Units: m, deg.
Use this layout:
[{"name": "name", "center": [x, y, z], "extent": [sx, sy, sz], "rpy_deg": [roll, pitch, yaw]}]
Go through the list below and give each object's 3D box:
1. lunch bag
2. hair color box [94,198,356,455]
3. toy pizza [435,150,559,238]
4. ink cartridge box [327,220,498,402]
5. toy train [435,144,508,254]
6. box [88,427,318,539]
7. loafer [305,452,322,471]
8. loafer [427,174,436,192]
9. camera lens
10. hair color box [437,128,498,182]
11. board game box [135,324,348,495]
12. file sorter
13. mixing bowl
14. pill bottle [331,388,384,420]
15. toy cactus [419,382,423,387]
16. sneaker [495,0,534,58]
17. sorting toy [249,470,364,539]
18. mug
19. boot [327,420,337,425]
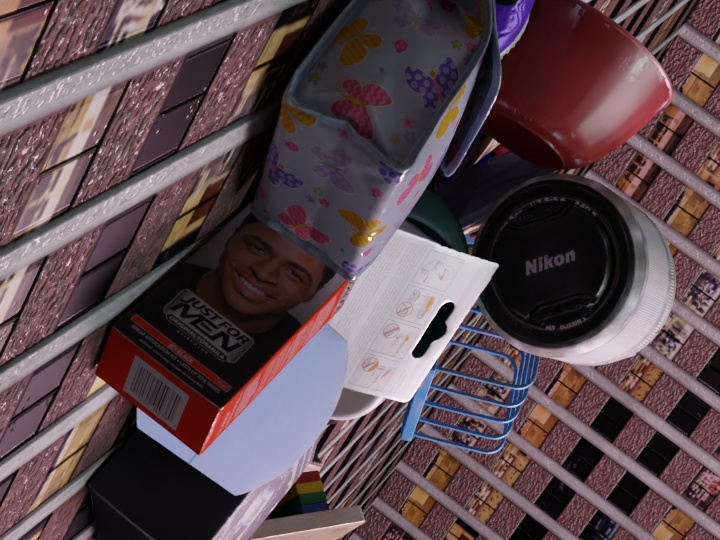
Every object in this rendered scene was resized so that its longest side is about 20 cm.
[{"name": "lunch bag", "center": [0.025, -0.121, 1.246], "extent": [0.201, 0.126, 0.170], "rpy_deg": [-56, 176, -31]}, {"name": "hair color box", "center": [-0.093, 0.033, 1.272], "extent": [0.200, 0.101, 0.061], "rpy_deg": [-46, 169, -45]}, {"name": "toy pizza", "center": [0.117, -0.066, 1.675], "extent": [0.199, 0.032, 0.200], "rpy_deg": [-28, -168, 7]}, {"name": "ink cartridge box", "center": [-0.005, 0.018, 1.461], "extent": [0.199, 0.050, 0.163], "rpy_deg": [16, 117, -35]}, {"name": "toy train", "center": [0.127, -0.079, 1.879], "extent": [0.200, 0.084, 0.117], "rpy_deg": [-66, 146, -69]}, {"name": "box", "center": [-0.135, 0.178, 1.542], "extent": [0.200, 0.117, 0.197], "rpy_deg": [-49, 170, -21]}, {"name": "loafer", "center": [-0.109, 0.195, 1.846], "extent": [0.068, 0.076, 0.200], "rpy_deg": [-40, 154, 13]}, {"name": "loafer", "center": [0.067, -0.129, 1.612], "extent": [0.072, 0.063, 0.201], "rpy_deg": [-47, 169, -37]}, {"name": "camera lens", "center": [0.198, 0.003, 1.576], "extent": [0.161, 0.160, 0.200], "rpy_deg": [-55, 159, 8]}, {"name": "hair color box", "center": [0.132, -0.175, 1.781], "extent": [0.110, 0.065, 0.200], "rpy_deg": [-58, 169, 31]}, {"name": "board game box", "center": [-0.100, 0.085, 1.404], "extent": [0.158, 0.039, 0.200], "rpy_deg": [-52, 134, -4]}, {"name": "file sorter", "center": [0.126, 0.102, 1.920], "extent": [0.200, 0.121, 0.140], "rpy_deg": [104, 0, -62]}, {"name": "mixing bowl", "center": [0.169, -0.162, 1.560], "extent": [0.109, 0.199, 0.200], "rpy_deg": [-56, 171, -8]}, {"name": "pill bottle", "center": [0.001, 0.085, 1.883], "extent": [0.120, 0.119, 0.200], "rpy_deg": [-56, 172, 15]}, {"name": "toy cactus", "center": [-0.010, 0.060, 1.682], "extent": [0.163, 0.103, 0.201], "rpy_deg": [-16, -153, 18]}, {"name": "sneaker", "center": [0.128, -0.267, 1.438], "extent": [0.201, 0.069, 0.100], "rpy_deg": [-57, 165, -8]}, {"name": "sorting toy", "center": [-0.133, 0.276, 1.817], "extent": [0.198, 0.070, 0.199], "rpy_deg": [-4, 157, -38]}, {"name": "mug", "center": [0.007, -0.008, 1.544], "extent": [0.115, 0.183, 0.154], "rpy_deg": [-78, 180, -67]}, {"name": "boot", "center": [-0.057, 0.179, 2.020], "extent": [0.201, 0.072, 0.166], "rpy_deg": [-62, 159, 4]}]
